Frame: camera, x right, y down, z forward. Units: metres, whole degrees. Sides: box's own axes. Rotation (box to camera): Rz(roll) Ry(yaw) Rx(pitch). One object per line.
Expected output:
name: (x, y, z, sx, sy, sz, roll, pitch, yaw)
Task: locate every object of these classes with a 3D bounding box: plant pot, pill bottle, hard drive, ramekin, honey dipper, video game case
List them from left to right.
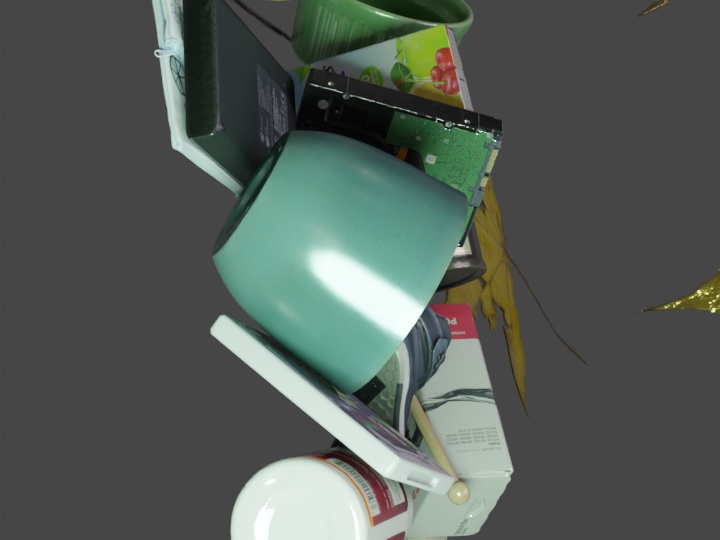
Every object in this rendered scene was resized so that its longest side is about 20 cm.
hard drive: (-0.104, -0.148, 1.406, 0.200, 0.032, 0.142, 44, 40, -65)
plant pot: (-0.029, -0.023, 1.329, 0.160, 0.201, 0.201, 32, 29, -12)
pill bottle: (-0.024, 0.205, 1.299, 0.200, 0.113, 0.116, 11, 66, -74)
video game case: (-0.020, 0.116, 1.335, 0.199, 0.023, 0.182, 37, 0, 22)
ramekin: (0.018, -0.268, 1.739, 0.200, 0.198, 0.099, -69, 178, -65)
hard drive: (0.028, -0.109, 1.538, 0.038, 0.197, 0.141, -83, -172, -54)
honey dipper: (0.059, 0.141, 1.543, 0.201, 0.038, 0.038, 61, 6, 29)

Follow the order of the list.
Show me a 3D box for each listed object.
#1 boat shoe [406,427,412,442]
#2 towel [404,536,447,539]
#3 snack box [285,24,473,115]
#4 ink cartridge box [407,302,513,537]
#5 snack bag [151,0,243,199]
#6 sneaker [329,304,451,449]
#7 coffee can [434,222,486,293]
boat shoe: (0.018, 0.174, 1.581, 0.071, 0.063, 0.203, 45, 34, -63)
towel: (0.062, 0.230, 1.759, 0.133, 0.034, 0.202, 59, 23, -46)
snack box: (0.014, -0.154, 1.604, 0.053, 0.197, 0.144, -5, 81, -76)
ink cartridge box: (0.082, 0.159, 1.642, 0.145, 0.083, 0.202, 111, -28, -53)
snack bag: (-0.138, -0.172, 1.404, 0.188, 0.021, 0.203, 40, 39, -67)
sneaker: (0.030, 0.125, 1.502, 0.146, 0.076, 0.205, -47, 151, -62)
coffee can: (0.053, -0.080, 1.788, 0.146, 0.144, 0.203, 21, 56, -72)
